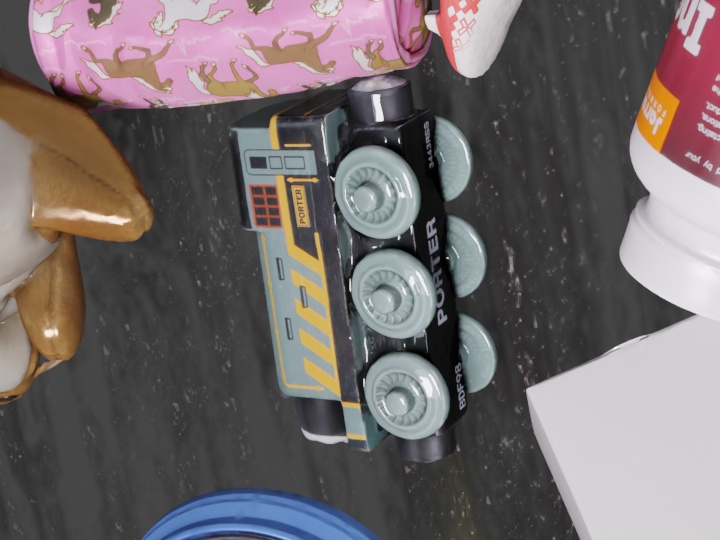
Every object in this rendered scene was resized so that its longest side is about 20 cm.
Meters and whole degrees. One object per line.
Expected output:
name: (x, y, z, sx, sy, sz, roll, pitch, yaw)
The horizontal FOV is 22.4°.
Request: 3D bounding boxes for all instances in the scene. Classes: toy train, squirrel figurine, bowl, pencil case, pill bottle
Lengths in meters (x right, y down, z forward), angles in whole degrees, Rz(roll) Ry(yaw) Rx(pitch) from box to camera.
toy train: (0.000, 0.000, 0.910, 0.113, 0.085, 0.201, 3, 112, 30)
squirrel figurine: (-0.207, -0.028, 0.927, 0.200, 0.141, 0.187, 57, 161, 19)
bowl: (-0.052, 0.221, 1.026, 0.200, 0.039, 0.202, 6, 110, 16)
pencil case: (-0.064, -0.128, 0.880, 0.199, 0.087, 0.083, -7, 121, 20)
pill bottle: (0.186, -0.081, 0.795, 0.113, 0.113, 0.201, 22, 114, 10)

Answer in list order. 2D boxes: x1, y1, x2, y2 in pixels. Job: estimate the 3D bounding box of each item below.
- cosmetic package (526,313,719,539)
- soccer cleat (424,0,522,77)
cosmetic package: (0.162, 0.131, 0.830, 0.107, 0.085, 0.201, -21, 66, 0)
soccer cleat: (0.083, -0.180, 0.822, 0.085, 0.069, 0.201, 17, 109, 17)
